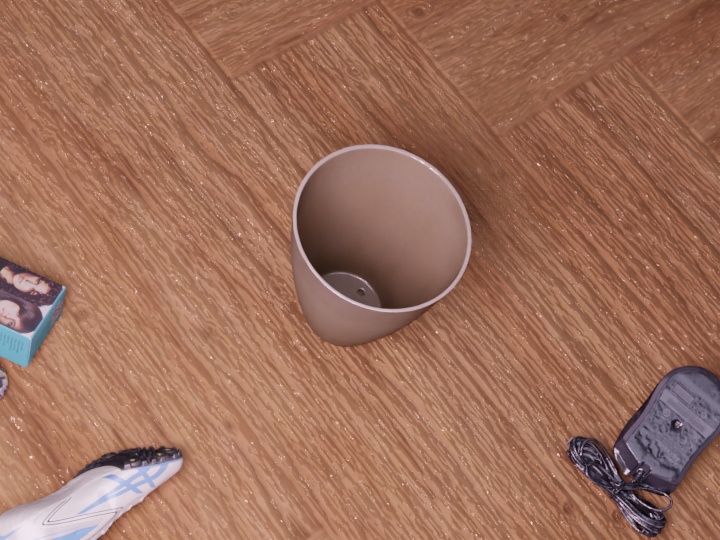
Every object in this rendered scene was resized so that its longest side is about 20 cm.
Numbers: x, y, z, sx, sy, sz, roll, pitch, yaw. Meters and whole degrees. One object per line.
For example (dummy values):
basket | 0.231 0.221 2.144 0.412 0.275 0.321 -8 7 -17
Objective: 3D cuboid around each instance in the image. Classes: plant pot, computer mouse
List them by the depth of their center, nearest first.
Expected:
plant pot | 0.000 0.000 1.240 0.184 0.200 0.190 6 62 -12
computer mouse | 0.336 0.192 1.322 0.200 0.053 0.138 -42 78 -17

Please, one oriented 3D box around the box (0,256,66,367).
box | -0.413 0.017 1.199 0.198 0.049 0.083 24 44 -2

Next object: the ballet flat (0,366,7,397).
ballet flat | -0.450 0.079 1.159 0.198 0.072 0.073 23 60 -3

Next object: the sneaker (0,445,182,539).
sneaker | -0.260 0.232 1.140 0.198 0.072 0.073 -26 106 -31
